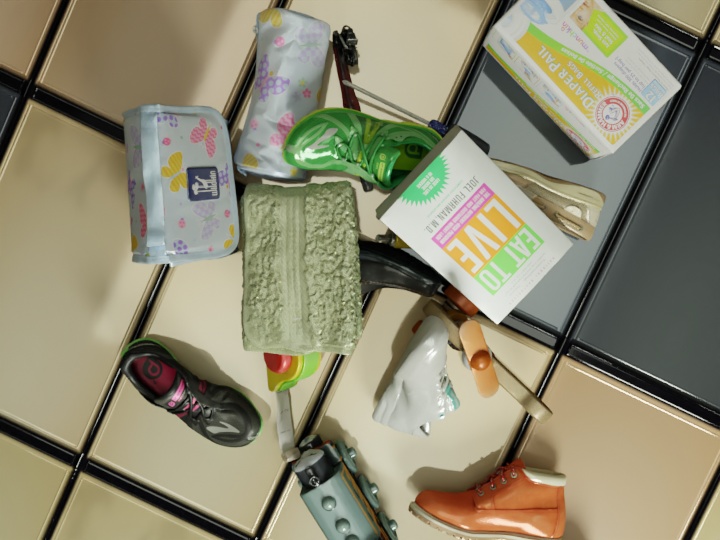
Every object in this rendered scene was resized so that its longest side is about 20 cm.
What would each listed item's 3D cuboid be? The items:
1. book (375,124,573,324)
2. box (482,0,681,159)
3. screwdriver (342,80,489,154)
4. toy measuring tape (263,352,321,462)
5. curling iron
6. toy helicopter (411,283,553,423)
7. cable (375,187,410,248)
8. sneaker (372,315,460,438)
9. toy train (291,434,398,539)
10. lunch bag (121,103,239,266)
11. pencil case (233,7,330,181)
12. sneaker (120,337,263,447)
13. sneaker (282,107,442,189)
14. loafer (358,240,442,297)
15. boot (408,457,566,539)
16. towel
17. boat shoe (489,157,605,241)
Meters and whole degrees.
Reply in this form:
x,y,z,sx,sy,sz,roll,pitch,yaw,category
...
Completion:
x,y,z,sx,sy,sz,roll,pitch,yaw,category
0.133,-0.051,0.943,0.200,0.048,0.134,39,103,-21,book
0.253,-0.240,0.955,0.112,0.101,0.200,-44,91,3,box
0.068,-0.183,0.981,0.198,0.029,0.028,24,97,-16,screwdriver
-0.078,0.138,1.000,0.073,0.074,0.203,-5,95,2,toy measuring tape
-0.010,-0.197,0.994,0.025,0.050,0.203,-8,94,-13,curling iron
0.152,0.107,0.963,0.200,0.132,0.079,43,93,-1,toy helicopter
0.119,-0.053,1.011,0.198,0.050,0.098,19,81,-12,cable
0.081,0.130,0.952,0.088,0.201,0.075,29,51,7,sneaker
-0.015,0.293,0.987,0.085,0.114,0.201,-30,92,2,toy train
-0.201,-0.093,0.927,0.125,0.200,0.172,-4,92,2,lunch bag
-0.093,-0.207,0.974,0.090,0.083,0.203,7,95,-20,pencil case
-0.212,0.158,0.999,0.199,0.084,0.077,30,94,0,sneaker
0.010,-0.139,0.937,0.197,0.084,0.075,1,119,-13,sneaker
0.000,0.000,0.997,0.198,0.073,0.073,20,103,10,loafer
0.159,0.279,1.007,0.197,0.075,0.109,10,90,-8,boot
-0.070,-0.003,0.949,0.146,0.036,0.203,-1,87,9,towel
0.193,-0.088,0.981,0.198,0.071,0.065,16,93,-1,boat shoe
